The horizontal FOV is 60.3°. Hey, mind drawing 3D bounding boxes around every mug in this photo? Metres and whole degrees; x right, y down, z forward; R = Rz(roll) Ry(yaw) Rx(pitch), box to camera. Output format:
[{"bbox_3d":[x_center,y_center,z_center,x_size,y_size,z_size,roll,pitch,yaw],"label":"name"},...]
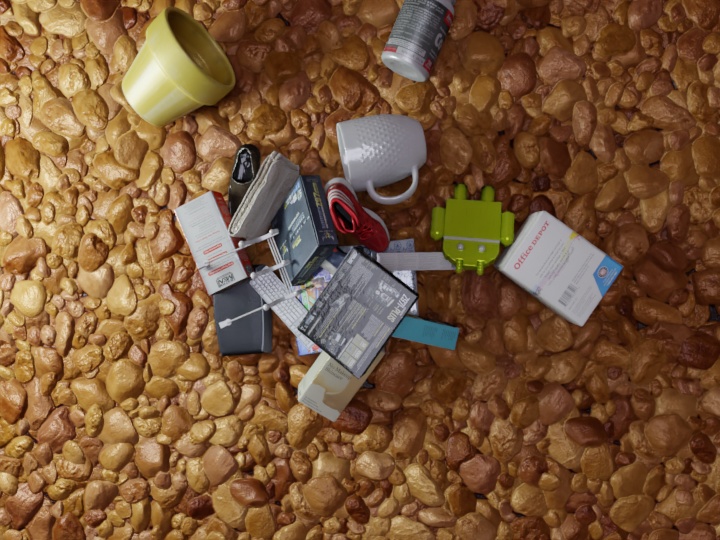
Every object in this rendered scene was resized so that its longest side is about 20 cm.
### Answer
[{"bbox_3d":[0.053,-0.232,1.309,0.171,0.148,0.204,-12,68,-4],"label":"mug"}]

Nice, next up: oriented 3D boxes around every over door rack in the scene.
[{"bbox_3d":[-0.235,0.020,1.281,0.197,0.067,0.151,-22,89,9],"label":"over door rack"}]

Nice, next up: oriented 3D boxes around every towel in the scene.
[{"bbox_3d":[-0.205,-0.154,1.347,0.034,0.132,0.203,31,94,17],"label":"towel"}]

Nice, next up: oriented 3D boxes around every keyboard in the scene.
[{"bbox_3d":[-0.161,0.083,1.375,0.056,0.011,0.200,-42,90,-1],"label":"keyboard"}]

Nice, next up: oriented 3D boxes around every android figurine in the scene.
[{"bbox_3d":[0.239,-0.088,1.332,0.178,0.041,0.204,6,72,8],"label":"android figurine"}]

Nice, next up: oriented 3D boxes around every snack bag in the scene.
[{"bbox_3d":[0.030,0.029,1.373,0.195,0.021,0.193,-3,92,-9],"label":"snack bag"}]

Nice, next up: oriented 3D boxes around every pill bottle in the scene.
[{"bbox_3d":[0.131,-0.520,1.316,0.112,0.114,0.203,24,94,3],"label":"pill bottle"}]

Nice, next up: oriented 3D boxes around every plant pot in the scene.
[{"bbox_3d":[-0.401,-0.418,1.330,0.187,0.201,0.203,-33,90,21],"label":"plant pot"}]

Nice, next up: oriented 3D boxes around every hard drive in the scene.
[{"bbox_3d":[-0.271,0.092,1.406,0.132,0.042,0.205,-4,92,4],"label":"hard drive"}]

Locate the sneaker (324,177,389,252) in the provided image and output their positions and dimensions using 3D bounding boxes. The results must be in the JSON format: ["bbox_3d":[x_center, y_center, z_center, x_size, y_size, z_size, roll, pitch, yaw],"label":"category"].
[{"bbox_3d":[-0.008,-0.085,1.269,0.078,0.117,0.200,-33,121,23],"label":"sneaker"}]

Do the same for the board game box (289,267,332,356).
[{"bbox_3d":[-0.089,0.081,1.396,0.132,0.034,0.205,-8,92,4],"label":"board game box"}]

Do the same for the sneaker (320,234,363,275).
[{"bbox_3d":[0.000,0.000,1.321,0.198,0.075,0.085,37,94,-3],"label":"sneaker"}]

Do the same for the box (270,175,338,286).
[{"bbox_3d":[-0.122,-0.078,1.298,0.050,0.200,0.161,-6,68,-29],"label":"box"}]

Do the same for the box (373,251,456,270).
[{"bbox_3d":[0.127,-0.020,1.355,0.195,0.039,0.043,-2,91,-9],"label":"box"}]

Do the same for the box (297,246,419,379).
[{"bbox_3d":[-0.002,0.082,1.242,0.163,0.086,0.202,36,95,8],"label":"box"}]

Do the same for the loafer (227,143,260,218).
[{"bbox_3d":[-0.266,-0.183,1.380,0.071,0.071,0.205,2,93,4],"label":"loafer"}]

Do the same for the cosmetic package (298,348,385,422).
[{"bbox_3d":[-0.043,0.217,1.355,0.104,0.071,0.202,31,104,-15],"label":"cosmetic package"}]

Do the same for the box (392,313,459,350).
[{"bbox_3d":[0.107,0.121,1.338,0.196,0.082,0.050,13,91,-11],"label":"box"}]

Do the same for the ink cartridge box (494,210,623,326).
[{"bbox_3d":[0.407,-0.008,1.303,0.198,0.145,0.148,36,94,2],"label":"ink cartridge box"}]

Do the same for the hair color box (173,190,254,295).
[{"bbox_3d":[-0.317,-0.060,1.354,0.100,0.061,0.204,-23,88,9],"label":"hair color box"}]
